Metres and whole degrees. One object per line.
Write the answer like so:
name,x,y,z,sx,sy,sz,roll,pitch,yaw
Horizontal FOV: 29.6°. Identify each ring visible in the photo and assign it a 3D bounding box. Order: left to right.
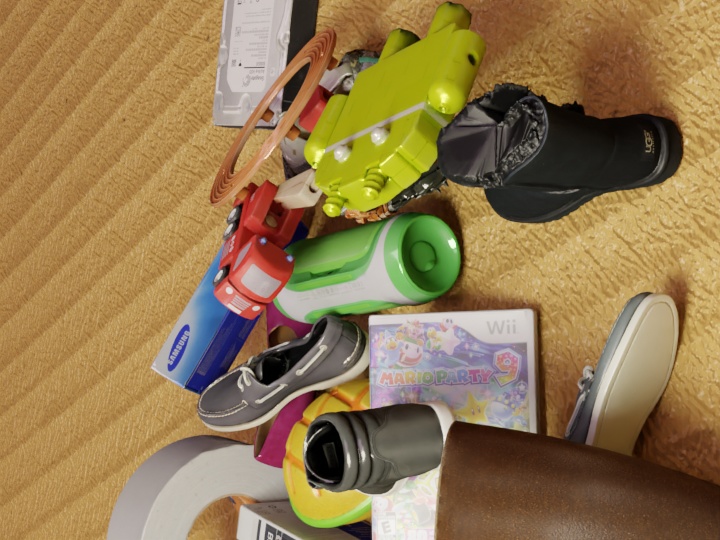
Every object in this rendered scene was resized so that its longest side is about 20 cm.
ring,-0.079,-0.141,1.280,0.200,0.019,0.201,-49,17,21

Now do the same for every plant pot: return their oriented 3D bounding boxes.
plant pot,0.162,0.197,0.932,0.200,0.187,0.187,-1,84,12

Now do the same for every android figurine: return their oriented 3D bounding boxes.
android figurine,0.025,-0.125,1.085,0.182,0.041,0.200,-18,40,48

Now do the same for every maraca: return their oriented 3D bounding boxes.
maraca,0.010,0.148,1.216,0.200,0.107,0.137,-40,40,19

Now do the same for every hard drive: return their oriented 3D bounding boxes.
hard drive,-0.101,-0.250,1.450,0.140,0.038,0.200,10,96,53

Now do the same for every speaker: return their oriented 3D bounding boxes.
speaker,0.000,0.000,1.254,0.200,0.088,0.089,-12,77,51

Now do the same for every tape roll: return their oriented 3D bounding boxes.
tape roll,-0.142,0.263,1.319,0.066,0.200,0.201,5,90,52

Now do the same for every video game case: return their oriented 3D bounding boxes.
video game case,0.078,0.134,1.132,0.143,0.018,0.200,-3,83,18

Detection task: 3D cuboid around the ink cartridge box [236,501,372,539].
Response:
ink cartridge box,-0.020,0.255,1.243,0.200,0.099,0.039,13,97,53

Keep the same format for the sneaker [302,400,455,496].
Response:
sneaker,-0.007,0.140,1.060,0.200,0.099,0.071,143,122,-66

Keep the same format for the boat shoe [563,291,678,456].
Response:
boat shoe,0.178,0.101,1.024,0.062,0.073,0.200,35,119,44

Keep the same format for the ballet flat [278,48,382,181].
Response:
ballet flat,-0.040,-0.150,1.335,0.200,0.072,0.072,-43,54,42

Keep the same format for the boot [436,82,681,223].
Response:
boot,0.119,-0.087,1.040,0.200,0.168,0.077,-11,78,52

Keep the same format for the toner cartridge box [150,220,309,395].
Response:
toner cartridge box,-0.126,0.026,1.347,0.043,0.095,0.200,28,84,16

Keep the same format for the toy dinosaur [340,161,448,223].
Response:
toy dinosaur,0.028,-0.083,1.186,0.136,0.102,0.200,-39,31,21

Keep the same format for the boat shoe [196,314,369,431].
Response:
boat shoe,-0.084,0.091,1.279,0.200,0.063,0.073,-24,46,27

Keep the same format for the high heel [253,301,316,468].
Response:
high heel,-0.081,0.099,1.339,0.067,0.096,0.200,-49,51,39

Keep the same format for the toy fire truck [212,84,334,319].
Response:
toy fire truck,-0.065,-0.064,1.230,0.141,0.049,0.200,-43,25,32
